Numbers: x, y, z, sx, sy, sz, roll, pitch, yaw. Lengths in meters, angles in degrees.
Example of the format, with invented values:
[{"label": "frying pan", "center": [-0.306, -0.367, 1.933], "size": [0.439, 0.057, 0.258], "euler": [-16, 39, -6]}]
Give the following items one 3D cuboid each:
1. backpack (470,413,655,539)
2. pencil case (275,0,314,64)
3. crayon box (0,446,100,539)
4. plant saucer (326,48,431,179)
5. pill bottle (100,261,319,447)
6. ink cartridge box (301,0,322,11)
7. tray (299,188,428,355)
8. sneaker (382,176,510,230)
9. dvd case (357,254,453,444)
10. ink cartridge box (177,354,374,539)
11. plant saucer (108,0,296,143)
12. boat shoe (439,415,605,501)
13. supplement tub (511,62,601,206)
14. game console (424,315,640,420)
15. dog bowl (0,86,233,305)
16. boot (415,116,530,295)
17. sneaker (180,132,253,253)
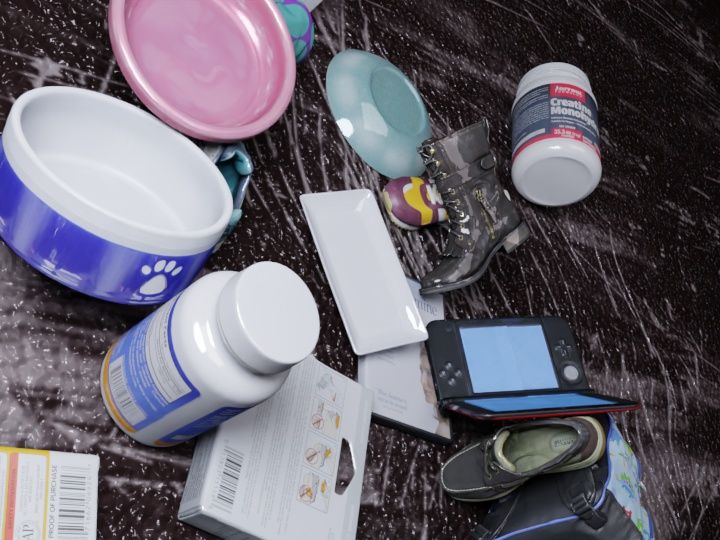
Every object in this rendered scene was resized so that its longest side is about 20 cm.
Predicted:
[{"label": "backpack", "center": [0.246, 0.273, 1.013], "size": [0.148, 0.182, 0.201], "euler": [53, 31, -13]}, {"label": "pencil case", "center": [-0.143, -0.273, 0.993], "size": [0.199, 0.084, 0.094], "euler": [-23, 98, -50]}, {"label": "crayon box", "center": [-0.285, 0.188, 0.605], "size": [0.198, 0.051, 0.128], "euler": [17, 56, -40]}, {"label": "plant saucer", "center": [0.039, -0.222, 1.190], "size": [0.199, 0.038, 0.204], "euler": [24, 53, -35]}, {"label": "pill bottle", "center": [-0.125, 0.069, 0.725], "size": [0.111, 0.199, 0.114], "euler": [24, 52, -35]}, {"label": "ink cartridge box", "center": [-0.106, -0.448, 1.099], "size": [0.124, 0.128, 0.204], "euler": [4, 65, -45]}, {"label": "tray", "center": [0.000, 0.000, 1.012], "size": [0.106, 0.022, 0.203], "euler": [-9, 69, -34]}, {"label": "sneaker", "center": [0.115, -0.099, 1.158], "size": [0.198, 0.090, 0.076], "euler": [1, 67, -46]}, {"label": "dvd case", "center": [0.053, 0.094, 1.037], "size": [0.141, 0.017, 0.203], "euler": [24, 52, -35]}, {"label": "ink cartridge box", "center": [-0.073, 0.171, 0.842], "size": [0.172, 0.043, 0.203], "euler": [34, 47, -29]}, {"label": "plant saucer", "center": [-0.157, -0.218, 0.855], "size": [0.198, 0.050, 0.205], "euler": [14, 67, -36]}, {"label": "boat shoe", "center": [0.164, 0.199, 0.947], "size": [0.066, 0.199, 0.073], "euler": [30, 45, -47]}, {"label": "supplement tub", "center": [0.311, -0.218, 1.393], "size": [0.139, 0.139, 0.203], "euler": [31, 48, -30]}, {"label": "game console", "center": [0.191, 0.108, 1.001], "size": [0.196, 0.119, 0.175], "euler": [-1, 58, -15]}, {"label": "dog bowl", "center": [-0.213, -0.066, 0.747], "size": [0.198, 0.079, 0.201], "euler": [28, 26, -15]}, {"label": "boot", "center": [0.115, -0.081, 1.091], "size": [0.199, 0.069, 0.176], "euler": [-35, 102, -27]}, {"label": "sneaker", "center": [-0.141, -0.114, 0.902], "size": [0.077, 0.086, 0.203], "euler": [23, 53, -36]}]
